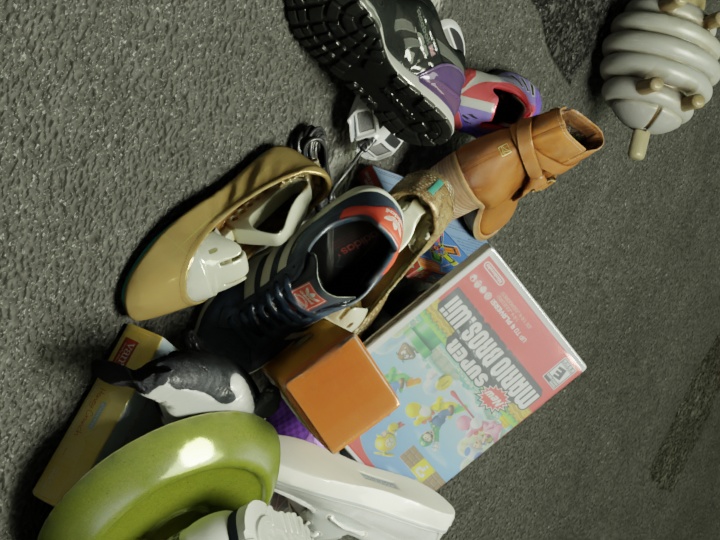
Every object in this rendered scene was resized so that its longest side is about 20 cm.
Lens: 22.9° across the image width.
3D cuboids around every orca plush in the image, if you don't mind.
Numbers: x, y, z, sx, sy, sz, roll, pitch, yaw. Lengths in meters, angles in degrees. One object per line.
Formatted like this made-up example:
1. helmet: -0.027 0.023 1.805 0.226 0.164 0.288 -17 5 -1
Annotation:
1. orca plush: -0.129 0.079 1.278 0.105 0.071 0.200 -32 153 21

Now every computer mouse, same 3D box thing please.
1. computer mouse: 0.014 -0.130 1.456 0.200 0.044 0.110 -50 144 -20

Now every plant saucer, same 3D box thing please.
1. plant saucer: -0.139 0.181 1.297 0.200 0.031 0.200 -26 148 -18

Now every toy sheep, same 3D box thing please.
1. toy sheep: 0.307 -0.210 1.819 0.138 0.138 0.201 36 73 -62

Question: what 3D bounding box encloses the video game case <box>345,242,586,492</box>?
1. video game case: 0.071 0.092 1.477 0.200 0.017 0.143 -39 111 2

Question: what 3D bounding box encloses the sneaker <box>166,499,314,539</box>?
1. sneaker: -0.083 0.223 1.328 0.200 0.080 0.077 53 19 -59

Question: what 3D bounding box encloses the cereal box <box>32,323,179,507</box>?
1. cereal box: -0.156 0.142 1.352 0.144 0.039 0.200 -62 151 -13

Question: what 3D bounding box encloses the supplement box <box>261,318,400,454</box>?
1. supplement box: -0.027 0.083 1.344 0.066 0.069 0.200 -36 -171 -5

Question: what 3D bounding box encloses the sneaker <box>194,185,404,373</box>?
1. sneaker: -0.049 0.017 1.336 0.200 0.075 0.085 -43 -162 8

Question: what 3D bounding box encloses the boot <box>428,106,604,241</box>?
1. boot: 0.148 -0.091 1.584 0.154 0.074 0.200 -28 174 22

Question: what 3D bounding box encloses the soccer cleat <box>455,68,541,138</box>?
1. soccer cleat: 0.127 -0.146 1.607 0.200 0.073 0.068 2 107 -61

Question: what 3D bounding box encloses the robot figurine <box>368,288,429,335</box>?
1. robot figurine: 0.085 0.076 1.593 0.200 0.169 0.113 -158 -93 -79

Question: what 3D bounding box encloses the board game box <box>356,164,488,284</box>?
1. board game box: 0.068 -0.031 1.570 0.019 0.103 0.200 -34 160 20

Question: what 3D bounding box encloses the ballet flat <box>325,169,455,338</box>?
1. ballet flat: 0.000 0.000 1.447 0.200 0.070 0.065 -54 176 14

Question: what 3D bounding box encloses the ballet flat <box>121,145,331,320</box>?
1. ballet flat: -0.094 -0.027 1.314 0.200 0.063 0.069 -47 145 -34

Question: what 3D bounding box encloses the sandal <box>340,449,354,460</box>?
1. sandal: -0.023 0.157 1.595 0.200 0.043 0.076 -37 116 -49

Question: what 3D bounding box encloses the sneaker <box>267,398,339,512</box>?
1. sneaker: -0.088 0.189 1.474 0.088 0.080 0.201 27 87 -55

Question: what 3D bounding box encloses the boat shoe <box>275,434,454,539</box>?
1. boat shoe: -0.020 0.189 1.443 0.200 0.072 0.069 20 104 -31

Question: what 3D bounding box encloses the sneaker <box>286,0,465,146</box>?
1. sneaker: 0.014 -0.189 1.368 0.200 0.076 0.088 49 50 -41
